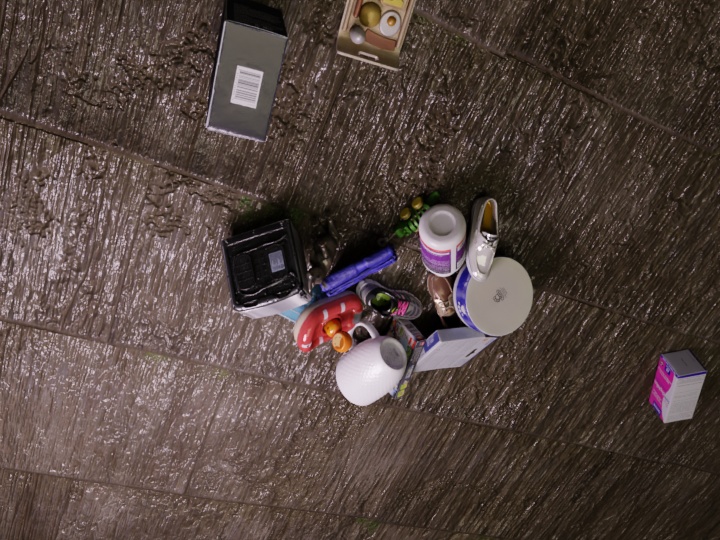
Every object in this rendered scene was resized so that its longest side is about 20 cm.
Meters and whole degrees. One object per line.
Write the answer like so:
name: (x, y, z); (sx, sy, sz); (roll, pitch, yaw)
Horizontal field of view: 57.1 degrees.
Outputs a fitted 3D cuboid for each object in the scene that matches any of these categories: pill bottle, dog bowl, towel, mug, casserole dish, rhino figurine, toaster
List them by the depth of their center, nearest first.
toaster: (-0.210, 0.007, 1.521); (0.175, 0.206, 0.119); (-17, 163, 7)
rhino figurine: (-0.091, -0.033, 1.535); (0.058, 0.204, 0.088); (-2, 141, 19)
pill bottle: (0.197, -0.064, 1.585); (0.109, 0.115, 0.201); (-16, 154, 0)
towel: (0.000, 0.000, 1.600); (0.196, 0.148, 0.051); (-26, 89, 7)
casserole dish: (-0.170, 0.073, 1.673); (0.197, 0.039, 0.122); (30, 113, -28)
dog bowl: (0.340, 0.062, 1.697); (0.193, 0.079, 0.208); (-1, 95, -15)
mug: (0.027, 0.229, 1.738); (0.145, 0.204, 0.175); (-16, 163, -43)

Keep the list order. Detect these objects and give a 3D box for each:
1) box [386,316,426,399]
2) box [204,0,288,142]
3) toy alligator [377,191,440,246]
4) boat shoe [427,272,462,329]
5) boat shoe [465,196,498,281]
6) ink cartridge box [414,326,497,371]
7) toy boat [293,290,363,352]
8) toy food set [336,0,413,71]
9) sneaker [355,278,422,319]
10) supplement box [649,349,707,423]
box: (0.104, 0.233, 1.789); (0.034, 0.110, 0.205); (-7, 127, -37)
box: (-0.220, -0.388, 1.264); (0.120, 0.199, 0.204); (9, 121, -18)
toy alligator: (0.120, -0.112, 1.602); (0.199, 0.055, 0.059); (-41, 121, 15)
boat shoe: (0.230, 0.086, 1.744); (0.074, 0.073, 0.203); (-24, 124, 5)
boat shoe: (0.303, -0.076, 1.600); (0.069, 0.070, 0.207); (5, 91, -16)
ink cartridge box: (0.241, 0.213, 1.794); (0.195, 0.042, 0.200); (-1, 149, -31)
toy boat: (-0.067, 0.148, 1.651); (0.196, 0.132, 0.133); (-20, 144, -28)
toy food set: (0.043, -0.517, 1.318); (0.139, 0.061, 0.204); (10, 121, -17)
sneaker: (0.081, 0.089, 1.701); (0.196, 0.088, 0.075); (23, 108, -24)
supplement box: (0.990, 0.363, 2.068); (0.100, 0.102, 0.205); (-9, 124, -5)
